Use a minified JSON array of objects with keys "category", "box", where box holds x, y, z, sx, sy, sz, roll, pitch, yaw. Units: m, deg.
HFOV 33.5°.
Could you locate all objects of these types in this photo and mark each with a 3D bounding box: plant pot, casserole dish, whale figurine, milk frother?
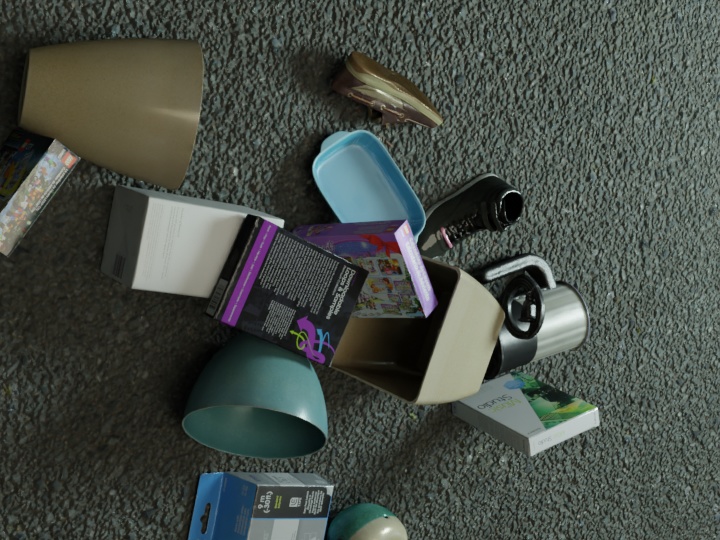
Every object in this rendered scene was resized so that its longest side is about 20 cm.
[{"category":"plant pot","box":[-0.311,-0.207,1.463,0.198,0.187,0.189,8,97,-20]},{"category":"casserole dish","box":[0.008,-0.107,1.725,0.121,0.039,0.201,-36,95,-21]},{"category":"whale figurine","box":[-0.016,0.445,1.850,0.158,0.104,0.201,4,123,-48]},{"category":"plant pot","box":[-0.138,0.162,1.655,0.199,0.199,0.136,27,56,-34]},{"category":"milk frother","box":[0.279,0.073,1.879,0.187,0.199,0.182,-16,108,-29]},{"category":"plant pot","box":[0.098,0.087,1.781,0.176,0.199,0.202,18,91,-46]}]

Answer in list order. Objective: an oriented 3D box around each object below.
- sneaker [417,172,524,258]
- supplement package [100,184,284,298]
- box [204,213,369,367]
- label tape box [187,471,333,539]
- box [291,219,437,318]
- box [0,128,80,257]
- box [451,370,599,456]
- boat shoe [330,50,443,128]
[{"category":"sneaker","box":[0.167,-0.076,1.833,0.200,0.099,0.071,-39,121,-18]},{"category":"supplement package","box":[-0.221,-0.033,1.578,0.199,0.121,0.121,8,96,-33]},{"category":"box","box":[-0.094,0.029,1.582,0.199,0.036,0.144,26,85,-34]},{"category":"label tape box","box":[-0.147,0.373,1.754,0.199,0.066,0.145,7,97,-35]},{"category":"box","box":[0.000,0.000,1.684,0.039,0.199,0.138,-46,124,-42]},{"category":"box","box":[-0.407,-0.095,1.396,0.038,0.200,0.137,40,80,-29]},{"category":"box","box":[0.259,0.223,1.900,0.143,0.199,0.037,-18,114,-28]},{"category":"boat shoe","box":[0.037,-0.246,1.738,0.199,0.072,0.072,21,120,-45]}]
